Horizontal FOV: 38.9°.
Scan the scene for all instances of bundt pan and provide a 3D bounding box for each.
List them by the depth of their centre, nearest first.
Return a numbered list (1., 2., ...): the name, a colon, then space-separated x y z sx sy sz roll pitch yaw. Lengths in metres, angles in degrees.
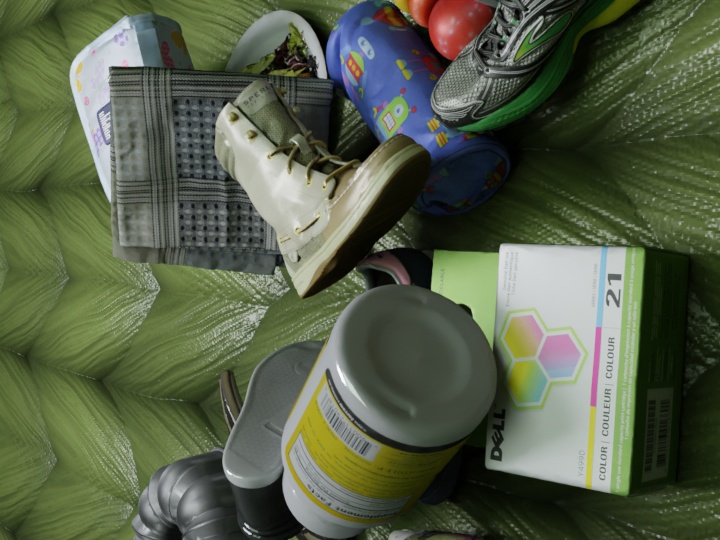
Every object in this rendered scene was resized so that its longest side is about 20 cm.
1. bundt pan: -0.168 0.282 1.025 0.201 0.075 0.204 -7 81 50

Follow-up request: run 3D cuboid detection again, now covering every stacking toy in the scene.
1. stacking toy: 0.046 -0.242 0.820 0.086 0.085 0.201 -52 56 34

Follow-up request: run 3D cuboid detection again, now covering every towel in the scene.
1. towel: -0.124 -0.079 0.888 0.035 0.190 0.201 -97 12 -52

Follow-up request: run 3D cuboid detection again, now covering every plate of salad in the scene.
1. plate of salad: -0.100 -0.157 1.005 0.199 0.048 0.202 -8 79 50

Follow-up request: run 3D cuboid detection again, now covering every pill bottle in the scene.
1. pill bottle: 0.007 0.108 0.699 0.112 0.110 0.201 68 151 28

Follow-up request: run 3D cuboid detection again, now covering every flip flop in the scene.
1. flip flop: -0.068 0.171 0.926 0.200 0.057 0.081 48 155 26

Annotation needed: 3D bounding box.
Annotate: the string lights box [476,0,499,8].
1. string lights box: 0.132 -0.296 0.723 0.200 0.059 0.103 -49 51 36

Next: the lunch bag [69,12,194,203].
1. lunch bag: -0.209 -0.141 1.009 0.200 0.126 0.171 152 102 -73

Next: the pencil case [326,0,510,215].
1. pencil case: 0.038 -0.128 0.808 0.087 0.078 0.201 -48 51 23

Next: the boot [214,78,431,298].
1. boot: -0.038 -0.082 0.764 0.155 0.072 0.200 57 147 9

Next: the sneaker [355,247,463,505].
1. sneaker: 0.029 0.082 0.795 0.070 0.081 0.202 -17 74 48

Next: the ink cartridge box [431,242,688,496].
1. ink cartridge box: 0.107 0.058 0.680 0.199 0.075 0.150 3 88 39

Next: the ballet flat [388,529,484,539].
1. ballet flat: 0.031 0.251 0.799 0.201 0.069 0.071 -58 22 30

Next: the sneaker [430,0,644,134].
1. sneaker: 0.114 -0.178 0.692 0.200 0.085 0.078 -47 49 24

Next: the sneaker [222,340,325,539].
1. sneaker: -0.064 0.145 0.865 0.070 0.200 0.100 7 122 13

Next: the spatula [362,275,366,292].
1. spatula: 0.000 0.000 0.885 0.057 0.020 0.202 -48 53 52
